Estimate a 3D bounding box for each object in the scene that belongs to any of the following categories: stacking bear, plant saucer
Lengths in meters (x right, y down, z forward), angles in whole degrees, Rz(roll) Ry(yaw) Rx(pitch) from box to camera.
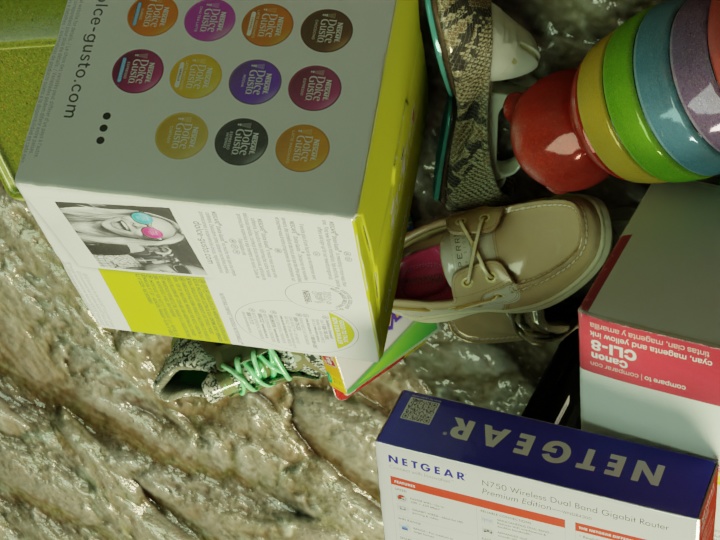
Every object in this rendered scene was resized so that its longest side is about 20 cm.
[{"bbox_3d":[0.175,-0.102,0.979,0.200,0.114,0.122,-18,116,46],"label":"stacking bear"},{"bbox_3d":[-0.234,-0.126,1.259,0.199,0.048,0.200,1,128,32],"label":"plant saucer"}]

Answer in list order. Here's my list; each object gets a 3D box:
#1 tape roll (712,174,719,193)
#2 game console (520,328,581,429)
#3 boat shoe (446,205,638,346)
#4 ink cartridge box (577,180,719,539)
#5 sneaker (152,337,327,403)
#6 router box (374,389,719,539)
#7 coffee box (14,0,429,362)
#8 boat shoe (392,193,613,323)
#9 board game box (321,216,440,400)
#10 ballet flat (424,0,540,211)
[{"bbox_3d":[0.311,-0.013,1.011,0.200,0.048,0.201,18,135,19],"label":"tape roll"},{"bbox_3d":[0.085,0.138,1.176,0.116,0.200,0.176,15,134,20],"label":"game console"},{"bbox_3d":[0.127,0.016,1.140,0.200,0.065,0.072,-22,113,43],"label":"boat shoe"},{"bbox_3d":[0.223,0.072,1.000,0.144,0.145,0.200,13,133,23],"label":"ink cartridge box"},{"bbox_3d":[-0.088,0.079,1.317,0.200,0.089,0.077,-11,121,38],"label":"sneaker"},{"bbox_3d":[0.114,0.173,1.008,0.199,0.049,0.180,12,132,20],"label":"router box"},{"bbox_3d":[-0.070,-0.081,1.009,0.197,0.200,0.200,6,154,9],"label":"coffee box"},{"bbox_3d":[0.078,-0.005,1.103,0.200,0.069,0.074,-21,69,43],"label":"boat shoe"},{"bbox_3d":[0.000,0.000,1.187,0.030,0.095,0.200,31,146,45],"label":"board game box"},{"bbox_3d":[0.081,-0.118,1.062,0.075,0.068,0.200,0,136,5],"label":"ballet flat"}]
